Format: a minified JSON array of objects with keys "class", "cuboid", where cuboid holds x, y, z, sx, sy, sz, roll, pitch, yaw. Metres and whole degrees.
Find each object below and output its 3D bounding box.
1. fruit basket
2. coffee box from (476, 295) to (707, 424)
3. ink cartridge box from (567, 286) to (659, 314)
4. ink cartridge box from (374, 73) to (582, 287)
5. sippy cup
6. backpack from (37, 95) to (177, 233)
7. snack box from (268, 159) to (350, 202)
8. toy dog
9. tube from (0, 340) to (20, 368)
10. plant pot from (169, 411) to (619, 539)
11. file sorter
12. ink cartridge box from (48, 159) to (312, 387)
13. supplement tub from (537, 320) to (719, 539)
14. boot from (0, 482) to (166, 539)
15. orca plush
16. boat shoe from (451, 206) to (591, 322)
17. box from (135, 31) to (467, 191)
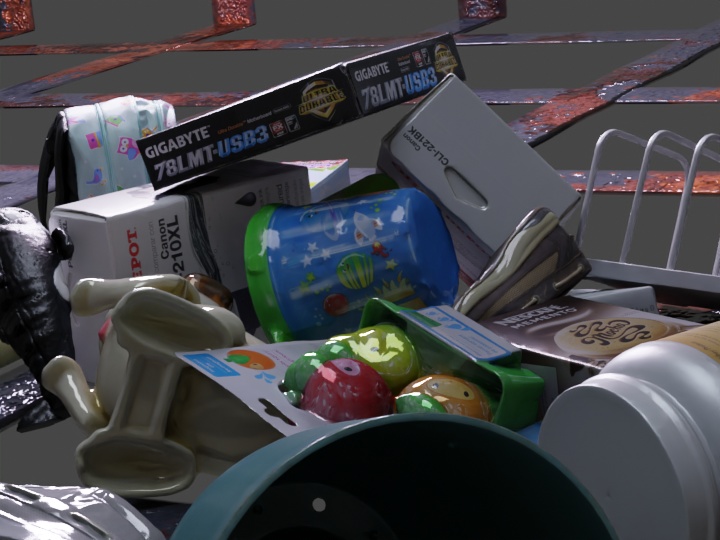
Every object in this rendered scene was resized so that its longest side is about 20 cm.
[{"class":"fruit basket","cuboid":[0.014,0.077,1.311,0.200,0.094,0.185,4,21,-46]},{"class":"coffee box","cuboid":[0.167,0.079,1.372,0.113,0.080,0.200,-16,18,-35]},{"class":"ink cartridge box","cuboid":[0.126,0.046,1.629,0.162,0.057,0.200,-9,-4,-12]},{"class":"ink cartridge box","cuboid":[0.089,-0.062,1.676,0.084,0.144,0.200,-45,-5,-7]},{"class":"sippy cup","cuboid":[0.000,0.000,1.575,0.130,0.178,0.140,-17,-19,22]},{"class":"backpack","cuboid":[-0.204,-0.048,1.776,0.126,0.200,0.167,-9,14,-15]},{"class":"snack box","cuboid":[-0.125,-0.061,2.073,0.200,0.068,0.169,-2,14,17]},{"class":"toy dog","cuboid":[-0.121,0.063,1.444,0.194,0.140,0.200,4,11,-15]},{"class":"tube","cuboid":[-0.336,0.075,1.656,0.200,0.052,0.058,-29,-11,-49]},{"class":"plant pot","cuboid":[-0.004,0.158,0.910,0.200,0.201,0.161,-11,3,-21]},{"class":"file sorter","cuboid":[0.283,-0.034,1.602,0.200,0.125,0.139,8,-6,44]},{"class":"ink cartridge box","cuboid":[-0.135,0.002,1.659,0.200,0.145,0.084,-16,17,-37]},{"class":"supplement tub","cuboid":[0.212,0.098,1.146,0.200,0.145,0.145,-14,16,-32]},{"class":"boot","cuboid":[-0.207,0.159,1.246,0.200,0.074,0.096,17,19,38]},{"class":"orca plush","cuboid":[-0.268,0.028,1.570,0.071,0.200,0.105,15,-36,-40]},{"class":"boat shoe","cuboid":[0.099,0.041,1.479,0.200,0.073,0.075,-50,-3,-23]},{"class":"box","cuboid":[-0.044,-0.128,1.648,0.198,0.050,0.200,-18,5,30]}]
